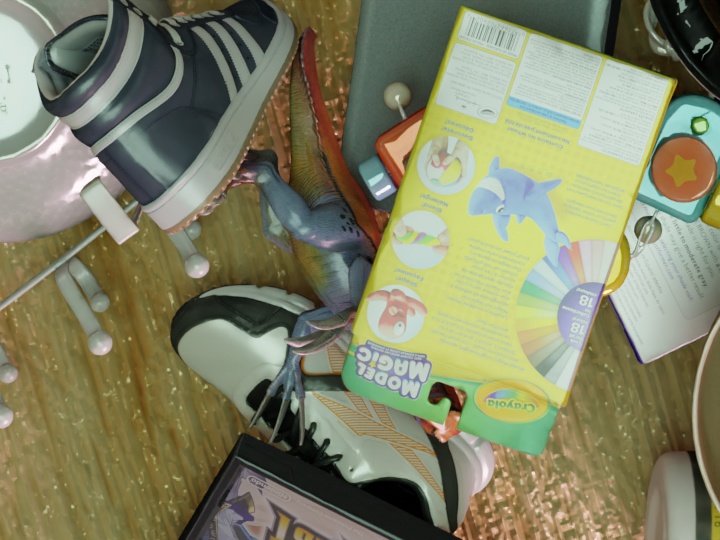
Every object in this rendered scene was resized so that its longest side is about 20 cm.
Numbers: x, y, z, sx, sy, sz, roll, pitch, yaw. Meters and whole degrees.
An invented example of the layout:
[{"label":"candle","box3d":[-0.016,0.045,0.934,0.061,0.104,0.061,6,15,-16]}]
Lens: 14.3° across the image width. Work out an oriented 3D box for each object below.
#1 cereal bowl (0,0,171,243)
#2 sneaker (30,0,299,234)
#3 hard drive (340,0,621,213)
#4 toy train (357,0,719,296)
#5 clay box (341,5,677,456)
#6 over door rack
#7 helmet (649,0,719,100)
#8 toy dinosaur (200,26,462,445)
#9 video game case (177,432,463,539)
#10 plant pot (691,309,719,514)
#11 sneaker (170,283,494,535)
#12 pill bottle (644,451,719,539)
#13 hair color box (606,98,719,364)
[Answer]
[{"label":"cereal bowl","box3d":[-0.197,-0.109,1.538,0.199,0.083,0.201,0,102,-2]},{"label":"sneaker","box3d":[-0.100,-0.112,1.478,0.108,0.200,0.070,42,121,-16]},{"label":"hard drive","box3d":[0.067,-0.123,1.532,0.139,0.033,0.201,10,97,21]},{"label":"toy train","box3d":[0.106,-0.057,1.473,0.200,0.056,0.151,-27,94,6]},{"label":"clay box","box3d":[0.072,-0.019,1.431,0.115,0.048,0.201,20,96,4]},{"label":"over door rack","box3d":[-0.158,0.018,1.502,0.148,0.200,0.067,-38,88,6]},{"label":"helmet","box3d":[0.254,-0.158,1.434,0.200,0.190,0.201,7,100,41]},{"label":"toy dinosaur","box3d":[0.000,0.000,1.503,0.181,0.105,0.200,33,83,-9]},{"label":"video game case","box3d":[-0.013,0.196,1.589,0.200,0.026,0.181,27,129,-6]},{"label":"plant pot","box3d":[0.270,0.061,1.493,0.200,0.134,0.201,1,99,4]},{"label":"sneaker","box3d":[-0.019,0.081,1.570,0.200,0.080,0.074,31,134,-5]},{"label":"pill bottle","box3d":[0.261,0.159,1.583,0.199,0.111,0.112,2,101,-1]},{"label":"hair color box","box3d":[0.217,-0.044,1.566,0.200,0.065,0.110,-26,99,7]}]
